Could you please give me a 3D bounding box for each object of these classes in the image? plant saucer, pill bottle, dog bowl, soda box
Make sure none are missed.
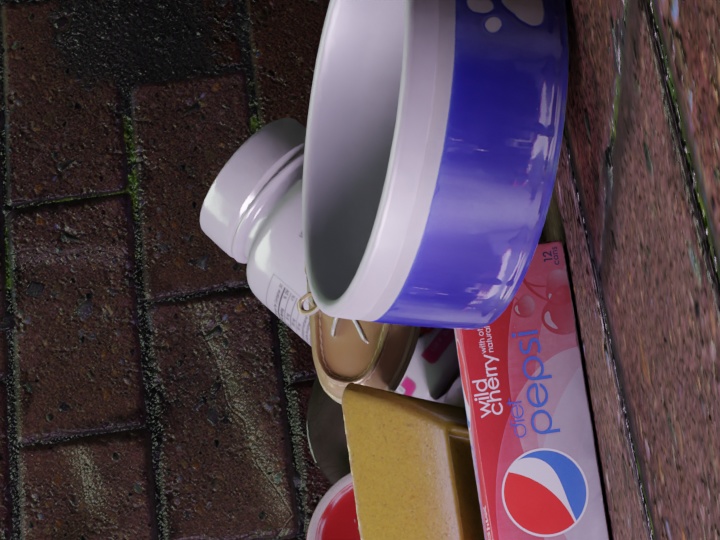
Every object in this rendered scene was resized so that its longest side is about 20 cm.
[{"bbox_3d":[0.074,0.167,1.081,0.199,0.048,0.202,17,-121,-55],"label":"plant saucer"},{"bbox_3d":[0.000,0.000,1.191,0.200,0.113,0.114,41,166,15],"label":"pill bottle"},{"bbox_3d":[0.031,-0.073,0.918,0.200,0.078,0.202,-173,90,-77],"label":"dog bowl"},{"bbox_3d":[0.090,0.090,1.003,0.070,0.063,0.202,86,176,-80],"label":"soda box"}]

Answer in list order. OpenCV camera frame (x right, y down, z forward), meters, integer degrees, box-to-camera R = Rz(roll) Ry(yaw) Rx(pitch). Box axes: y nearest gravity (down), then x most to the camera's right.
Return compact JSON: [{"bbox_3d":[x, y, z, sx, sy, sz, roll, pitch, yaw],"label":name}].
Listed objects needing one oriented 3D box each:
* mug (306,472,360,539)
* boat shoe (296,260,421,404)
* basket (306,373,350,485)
[{"bbox_3d":[0.062,0.227,1.355,0.134,0.176,0.200,-63,-28,-14],"label":"mug"},{"bbox_3d":[-0.002,-0.022,1.100,0.063,0.073,0.202,32,-121,-66],"label":"boat shoe"},{"bbox_3d":[0.048,0.071,1.339,0.136,0.180,0.200,42,165,4],"label":"basket"}]
